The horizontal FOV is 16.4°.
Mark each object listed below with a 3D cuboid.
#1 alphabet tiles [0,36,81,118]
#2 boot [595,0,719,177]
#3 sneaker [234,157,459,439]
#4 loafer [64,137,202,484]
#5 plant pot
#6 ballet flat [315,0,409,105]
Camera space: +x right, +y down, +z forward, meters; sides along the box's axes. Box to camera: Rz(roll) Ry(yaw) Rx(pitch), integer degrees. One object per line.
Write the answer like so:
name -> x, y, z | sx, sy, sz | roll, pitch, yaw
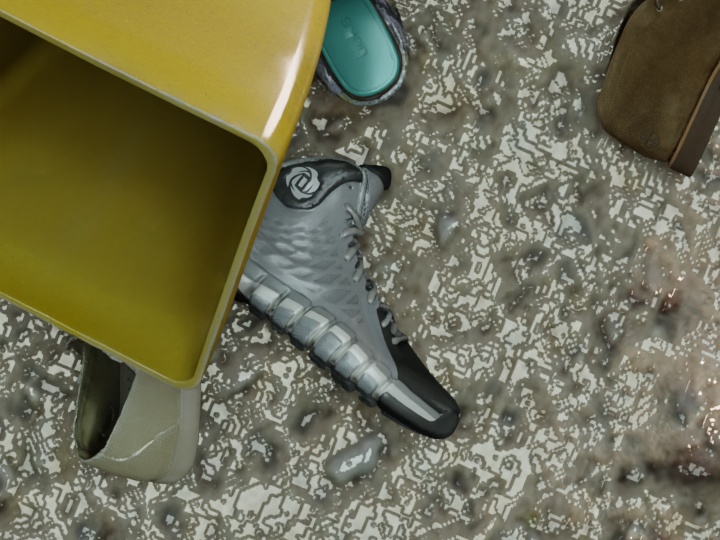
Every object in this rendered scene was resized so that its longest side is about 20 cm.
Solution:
alphabet tiles -> -0.171, -0.078, 1.417 | 0.199, 0.008, 0.168 | 19, 86, -34
boot -> 0.197, -0.157, 1.450 | 0.075, 0.074, 0.201 | 24, 111, 5
sneaker -> 0.000, 0.000, 1.447 | 0.200, 0.075, 0.116 | 38, 83, -2
loafer -> -0.128, 0.026, 1.410 | 0.068, 0.075, 0.202 | -8, 101, -39
plant pot -> -0.119, -0.096, 1.306 | 0.199, 0.200, 0.177 | 27, 48, 3
ballet flat -> -0.031, -0.186, 1.453 | 0.072, 0.072, 0.201 | -25, 90, -6
